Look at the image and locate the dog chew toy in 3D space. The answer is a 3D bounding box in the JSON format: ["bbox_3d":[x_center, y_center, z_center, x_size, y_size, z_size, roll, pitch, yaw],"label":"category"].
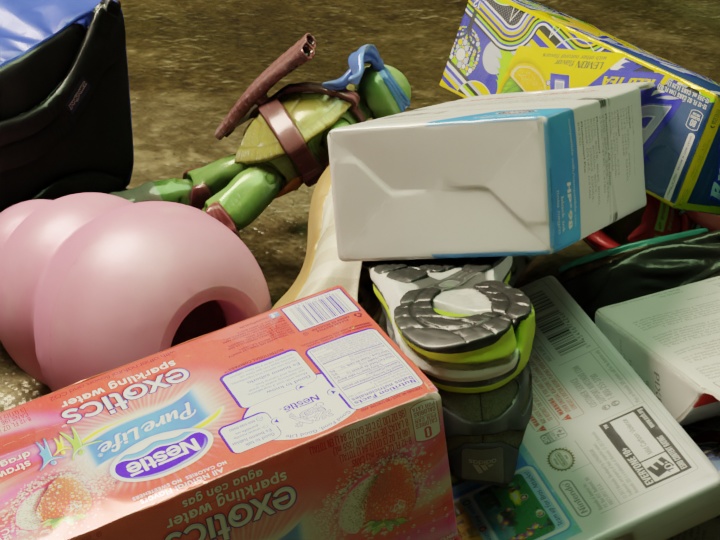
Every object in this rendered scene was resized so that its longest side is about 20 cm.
[{"bbox_3d":[-0.138,0.015,0.913,0.124,0.125,0.199,-19,27,-38],"label":"dog chew toy"}]

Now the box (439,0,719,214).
[{"bbox_3d":[0.142,-0.103,1.025,0.064,0.070,0.200,4,21,-45],"label":"box"}]

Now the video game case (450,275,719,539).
[{"bbox_3d":[0.050,0.089,0.824,0.181,0.024,0.200,-24,32,-6],"label":"video game case"}]

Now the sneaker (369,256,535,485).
[{"bbox_3d":[0.043,0.040,0.813,0.073,0.082,0.200,-4,13,2],"label":"sneaker"}]

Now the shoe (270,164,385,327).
[{"bbox_3d":[0.000,0.000,0.915,0.053,0.070,0.201,-8,35,24],"label":"shoe"}]

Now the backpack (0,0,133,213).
[{"bbox_3d":[-0.251,-0.076,1.021,0.167,0.163,0.200,23,46,28],"label":"backpack"}]

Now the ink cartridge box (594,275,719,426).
[{"bbox_3d":[0.220,0.045,0.815,0.160,0.050,0.200,-14,20,-11],"label":"ink cartridge box"}]

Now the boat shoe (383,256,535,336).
[{"bbox_3d":[0.073,-0.025,1.017,0.066,0.074,0.200,-11,34,33],"label":"boat shoe"}]

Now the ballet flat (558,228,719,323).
[{"bbox_3d":[0.203,-0.002,0.942,0.199,0.069,0.068,-21,-8,-7],"label":"ballet flat"}]

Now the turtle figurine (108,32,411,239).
[{"bbox_3d":[-0.042,-0.030,1.058,0.193,0.200,0.144,-25,62,-6],"label":"turtle figurine"}]

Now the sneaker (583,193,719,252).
[{"bbox_3d":[0.198,-0.012,1.027,0.199,0.077,0.085,19,-5,45],"label":"sneaker"}]

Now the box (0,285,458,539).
[{"bbox_3d":[-0.068,0.098,0.735,0.199,0.095,0.103,-21,34,-18],"label":"box"}]

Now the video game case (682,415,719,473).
[{"bbox_3d":[0.175,0.065,0.894,0.182,0.022,0.199,4,21,44],"label":"video game case"}]

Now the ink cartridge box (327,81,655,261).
[{"bbox_3d":[0.078,-0.054,0.898,0.115,0.067,0.200,-2,9,26],"label":"ink cartridge box"}]

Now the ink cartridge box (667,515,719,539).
[{"bbox_3d":[0.233,0.103,0.868,0.199,0.044,0.196,23,33,30],"label":"ink cartridge box"}]
